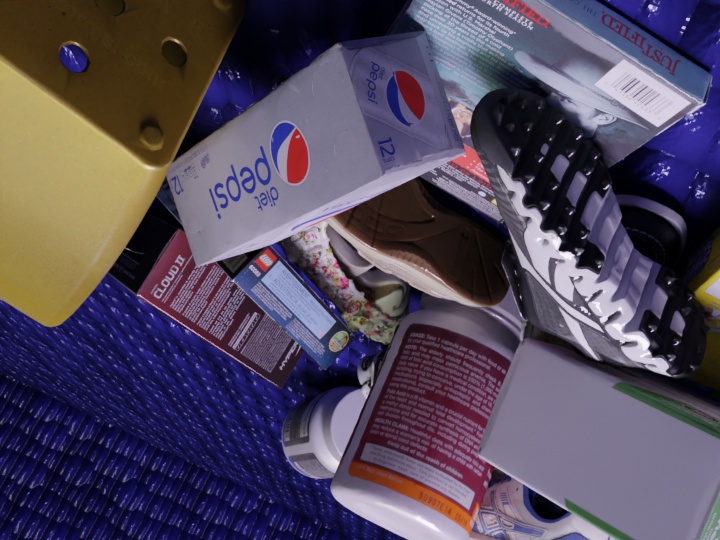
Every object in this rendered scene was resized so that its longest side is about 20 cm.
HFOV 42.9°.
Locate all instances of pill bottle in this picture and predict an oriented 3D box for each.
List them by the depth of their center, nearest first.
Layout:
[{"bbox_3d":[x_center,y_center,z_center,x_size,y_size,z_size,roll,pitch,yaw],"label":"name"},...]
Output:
[{"bbox_3d":[0.064,0.105,0.724,0.113,0.202,0.115,22,160,9],"label":"pill bottle"},{"bbox_3d":[-0.026,0.212,1.198,0.113,0.115,0.200,30,159,-12],"label":"pill bottle"}]

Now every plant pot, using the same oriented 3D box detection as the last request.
[{"bbox_3d":[-0.182,-0.117,0.529,0.199,0.202,0.175,37,146,-27],"label":"plant pot"}]

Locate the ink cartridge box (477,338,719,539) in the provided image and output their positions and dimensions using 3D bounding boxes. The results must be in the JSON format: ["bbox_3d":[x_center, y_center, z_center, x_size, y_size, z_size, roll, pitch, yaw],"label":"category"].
[{"bbox_3d":[0.193,0.119,0.599,0.144,0.085,0.199,26,-174,39],"label":"ink cartridge box"}]

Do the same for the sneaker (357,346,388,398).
[{"bbox_3d":[0.037,0.115,0.955,0.087,0.075,0.201,22,158,4],"label":"sneaker"}]

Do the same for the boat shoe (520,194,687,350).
[{"bbox_3d":[0.156,0.017,0.610,0.075,0.061,0.201,23,159,8],"label":"boat shoe"}]

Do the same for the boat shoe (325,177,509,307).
[{"bbox_3d":[0.018,-0.035,0.641,0.199,0.073,0.065,32,160,-25],"label":"boat shoe"}]

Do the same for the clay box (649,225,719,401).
[{"bbox_3d":[0.246,0.033,0.563,0.113,0.048,0.200,24,160,6],"label":"clay box"}]

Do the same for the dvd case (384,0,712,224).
[{"bbox_3d":[0.074,-0.092,0.509,0.144,0.022,0.200,29,160,-7],"label":"dvd case"}]

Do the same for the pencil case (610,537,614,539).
[{"bbox_3d":[0.256,0.189,0.719,0.084,0.197,0.087,-118,8,-60],"label":"pencil case"}]

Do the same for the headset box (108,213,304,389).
[{"bbox_3d":[-0.160,0.022,0.920,0.199,0.078,0.148,37,171,-29],"label":"headset box"}]

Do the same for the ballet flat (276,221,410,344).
[{"bbox_3d":[0.000,0.000,0.744,0.063,0.077,0.200,-12,144,31],"label":"ballet flat"}]

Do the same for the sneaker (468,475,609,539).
[{"bbox_3d":[0.130,0.188,0.712,0.074,0.090,0.199,7,-173,-26],"label":"sneaker"}]

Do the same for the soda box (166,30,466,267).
[{"bbox_3d":[-0.035,-0.061,0.518,0.199,0.063,0.069,-21,89,51],"label":"soda box"}]

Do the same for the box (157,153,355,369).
[{"bbox_3d":[-0.098,-0.018,0.742,0.200,0.038,0.137,42,175,43],"label":"box"}]

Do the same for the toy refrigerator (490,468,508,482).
[{"bbox_3d":[0.184,0.175,0.799,0.197,0.077,0.070,23,158,2],"label":"toy refrigerator"}]

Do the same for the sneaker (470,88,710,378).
[{"bbox_3d":[0.107,-0.010,0.508,0.090,0.067,0.200,-11,129,50],"label":"sneaker"}]
